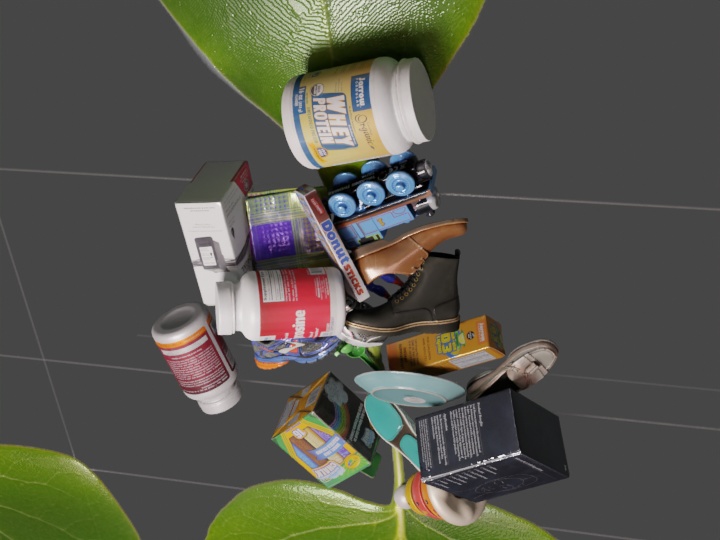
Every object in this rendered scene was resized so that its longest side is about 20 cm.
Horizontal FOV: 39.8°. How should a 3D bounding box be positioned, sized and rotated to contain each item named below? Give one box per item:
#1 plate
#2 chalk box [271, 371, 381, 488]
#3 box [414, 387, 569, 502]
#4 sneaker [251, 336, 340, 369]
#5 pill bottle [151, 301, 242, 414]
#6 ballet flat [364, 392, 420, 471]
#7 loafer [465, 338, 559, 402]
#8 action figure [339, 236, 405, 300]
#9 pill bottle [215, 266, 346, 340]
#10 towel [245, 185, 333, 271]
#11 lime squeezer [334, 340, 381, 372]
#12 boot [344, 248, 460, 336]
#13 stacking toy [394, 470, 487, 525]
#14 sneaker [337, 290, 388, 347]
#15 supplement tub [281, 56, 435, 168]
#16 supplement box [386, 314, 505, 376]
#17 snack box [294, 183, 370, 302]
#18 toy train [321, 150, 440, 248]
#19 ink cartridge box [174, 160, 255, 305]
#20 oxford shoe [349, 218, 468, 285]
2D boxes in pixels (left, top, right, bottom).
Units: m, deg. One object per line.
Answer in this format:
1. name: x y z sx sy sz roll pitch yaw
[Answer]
1. plate: 0.087 0.216 1.773 0.200 0.026 0.200 6 160 2
2. chalk box: -0.045 0.317 1.887 0.124 0.125 0.200 -35 108 32
3. box: 0.233 0.314 1.760 0.196 0.124 0.200 -21 147 28
4. sneaker: -0.118 0.125 1.808 0.200 0.075 0.079 -16 115 23
5. pill bottle: -0.299 0.167 1.861 0.113 0.113 0.200 -10 120 22
6. ballet flat: 0.085 0.304 1.861 0.200 0.069 0.070 44 133 27
7. loafer: 0.266 0.192 1.750 0.072 0.063 0.200 43 124 -15
8. action figure: 0.000 0.000 1.698 0.200 0.052 0.065 34 113 -6
9. pill bottle: -0.130 0.054 1.592 0.200 0.112 0.112 -3 127 -11
10. towel: -0.111 -0.036 1.652 0.143 0.023 0.200 -6 103 -4
11. lime squeezer: -0.015 0.149 1.781 0.038 0.071 0.200 -26 152 17
12. boot: 0.070 0.032 1.653 0.200 0.077 0.139 -4 108 -18
13. stacking toy: 0.137 0.433 1.936 0.146 0.146 0.200 42 141 -14
14. sneaker: -0.031 0.062 1.723 0.200 0.080 0.086 21 140 -1
15. supplement tub: -0.001 -0.235 1.475 0.200 0.145 0.145 -8 121 21
16. supplement box: 0.147 0.138 1.732 0.200 0.067 0.069 -19 150 25
17. snack box: -0.046 -0.044 1.610 0.024 0.072 0.200 -30 109 -8
18. toy train: 0.037 -0.114 1.592 0.200 0.087 0.114 -19 126 24
19. ink cartridge box: -0.225 -0.062 1.660 0.083 0.145 0.200 -1 124 15
20. oxford shoe: 0.087 -0.031 1.615 0.200 0.071 0.071 -22 83 9
